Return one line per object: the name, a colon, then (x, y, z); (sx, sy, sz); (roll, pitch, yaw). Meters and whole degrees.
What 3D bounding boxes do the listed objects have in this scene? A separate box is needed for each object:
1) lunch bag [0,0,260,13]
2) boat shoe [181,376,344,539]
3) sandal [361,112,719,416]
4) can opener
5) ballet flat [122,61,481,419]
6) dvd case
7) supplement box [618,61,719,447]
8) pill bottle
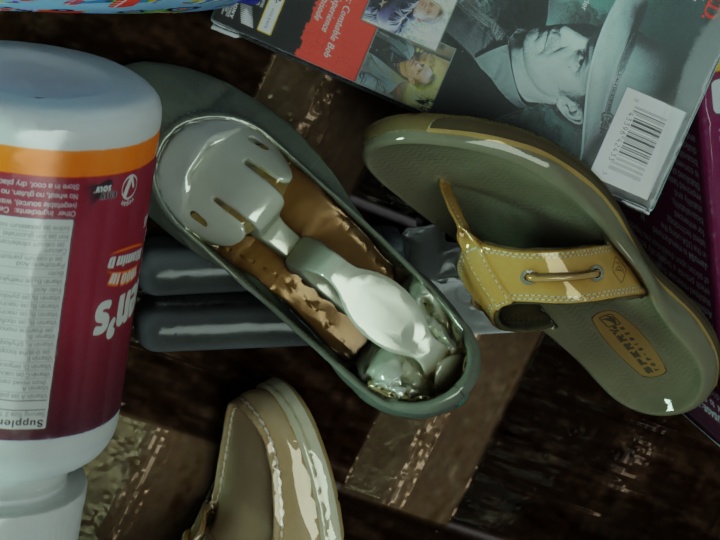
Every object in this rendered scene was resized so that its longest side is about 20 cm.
lunch bag: (-0.080, -0.133, 0.965); (0.150, 0.200, 0.094); (-1, 101, -20)
boat shoe: (-0.052, 0.145, 1.175); (0.069, 0.074, 0.200); (-10, 115, -25)
sandal: (0.077, 0.005, 1.094); (0.200, 0.080, 0.054); (45, 49, -28)
can opener: (0.000, 0.000, 1.156); (0.200, 0.067, 0.053); (-2, 113, -8)
ballet flat: (-0.027, -0.016, 1.083); (0.200, 0.064, 0.067); (42, 85, -5)
dvd case: (0.056, -0.128, 1.081); (0.200, 0.022, 0.146); (23, 102, 5)
supplement box: (0.191, -0.040, 1.183); (0.131, 0.103, 0.200); (-15, 115, -16)
pill bottle: (-0.145, 0.016, 1.062); (0.109, 0.110, 0.200); (1, 111, -23)
